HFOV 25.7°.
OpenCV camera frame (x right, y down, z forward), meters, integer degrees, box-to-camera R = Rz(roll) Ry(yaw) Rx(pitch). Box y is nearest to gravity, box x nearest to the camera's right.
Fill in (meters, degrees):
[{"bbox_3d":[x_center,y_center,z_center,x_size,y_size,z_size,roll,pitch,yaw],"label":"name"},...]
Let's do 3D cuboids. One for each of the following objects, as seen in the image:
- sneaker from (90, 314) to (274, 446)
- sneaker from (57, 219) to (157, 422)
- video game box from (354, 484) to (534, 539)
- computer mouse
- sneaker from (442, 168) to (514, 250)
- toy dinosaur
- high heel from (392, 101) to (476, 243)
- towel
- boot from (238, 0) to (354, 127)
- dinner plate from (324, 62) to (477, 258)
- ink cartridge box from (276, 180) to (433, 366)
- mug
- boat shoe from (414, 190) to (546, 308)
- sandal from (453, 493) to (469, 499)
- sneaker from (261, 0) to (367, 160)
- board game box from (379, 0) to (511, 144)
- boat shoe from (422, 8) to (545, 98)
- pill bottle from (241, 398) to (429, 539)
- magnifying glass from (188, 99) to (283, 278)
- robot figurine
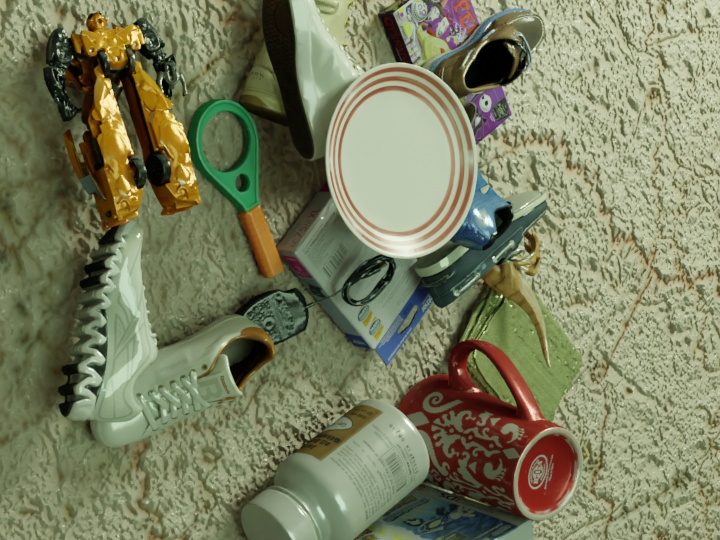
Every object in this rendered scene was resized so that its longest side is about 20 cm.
[{"bbox_3d":[-0.174,0.111,1.565,0.200,0.085,0.073,-35,118,-20],"label":"sneaker"},{"bbox_3d":[-0.233,0.050,1.515,0.081,0.075,0.200,13,85,-23],"label":"sneaker"},{"bbox_3d":[0.063,0.311,1.763,0.200,0.182,0.047,-21,109,-39],"label":"video game box"},{"bbox_3d":[-0.052,0.030,1.687,0.200,0.034,0.059,-22,109,-17],"label":"computer mouse"},{"bbox_3d":[0.121,-0.068,1.764,0.089,0.200,0.079,32,112,-9],"label":"sneaker"},{"bbox_3d":[0.183,0.011,1.896,0.200,0.060,0.106,45,76,-6],"label":"toy dinosaur"},{"bbox_3d":[0.068,-0.104,1.686,0.071,0.143,0.200,38,27,-15],"label":"high heel"},{"bbox_3d":[0.196,0.107,1.953,0.200,0.036,0.149,47,64,-33],"label":"towel"},{"bbox_3d":[-0.025,-0.219,1.681,0.200,0.073,0.156,16,85,-33],"label":"boot"},{"bbox_3d":[0.039,-0.112,1.615,0.200,0.024,0.201,0,90,-39],"label":"dinner plate"},{"bbox_3d":[0.000,0.000,1.758,0.200,0.042,0.119,51,62,-32],"label":"ink cartridge box"},{"bbox_3d":[0.141,0.188,1.795,0.133,0.200,0.178,-31,118,-28],"label":"mug"},{"bbox_3d":[0.148,-0.027,1.816,0.200,0.075,0.062,-37,109,-34],"label":"boat shoe"},{"bbox_3d":[0.140,0.343,1.913,0.078,0.070,0.212,18,84,-42],"label":"sandal"},{"bbox_3d":[-0.043,-0.218,1.593,0.085,0.073,0.200,-21,113,-25],"label":"sneaker"},{"bbox_3d":[0.102,-0.237,1.827,0.120,0.032,0.200,-44,123,-34],"label":"board game box"},{"bbox_3d":[0.158,-0.243,1.810,0.200,0.072,0.072,-38,119,-34],"label":"boat shoe"},{"bbox_3d":[-0.029,0.236,1.714,0.200,0.114,0.115,-35,118,-34],"label":"pill bottle"},{"bbox_3d":[-0.123,-0.084,1.647,0.080,0.022,0.200,-35,119,-34],"label":"magnifying glass"},{"bbox_3d":[-0.228,-0.145,1.488,0.145,0.058,0.200,-14,85,-40],"label":"robot figurine"}]
